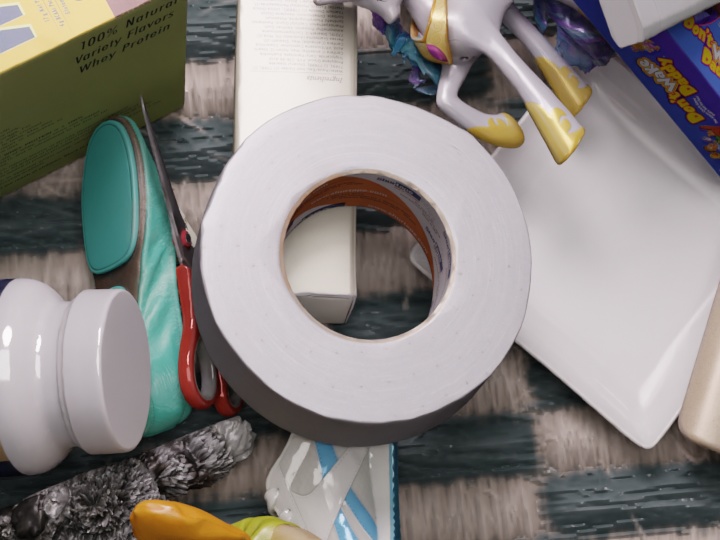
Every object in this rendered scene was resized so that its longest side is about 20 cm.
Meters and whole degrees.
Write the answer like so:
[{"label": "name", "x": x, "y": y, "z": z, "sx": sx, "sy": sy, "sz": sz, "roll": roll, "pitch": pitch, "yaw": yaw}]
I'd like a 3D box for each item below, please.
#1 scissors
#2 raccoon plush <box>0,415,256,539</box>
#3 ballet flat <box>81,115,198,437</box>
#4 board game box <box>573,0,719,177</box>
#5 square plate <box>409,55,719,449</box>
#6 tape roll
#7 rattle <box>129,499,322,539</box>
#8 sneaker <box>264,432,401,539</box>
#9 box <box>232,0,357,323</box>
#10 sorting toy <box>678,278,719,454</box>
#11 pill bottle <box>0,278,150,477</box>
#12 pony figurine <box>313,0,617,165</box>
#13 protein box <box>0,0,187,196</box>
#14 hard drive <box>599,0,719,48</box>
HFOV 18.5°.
[{"label": "scissors", "x": -0.105, "y": -0.008, "z": 1.358, "sx": 0.014, "sy": 0.073, "sz": 0.202, "roll": -12, "pitch": 88, "yaw": 25}, {"label": "raccoon plush", "x": -0.131, "y": 0.181, "z": 1.310, "sx": 0.199, "sy": 0.097, "sz": 0.135, "roll": -22, "pitch": 85, "yaw": -11}, {"label": "ballet flat", "x": -0.133, "y": 0.006, "z": 1.375, "sx": 0.070, "sy": 0.067, "sz": 0.202, "roll": 9, "pitch": 72, "yaw": -41}, {"label": "board game box", "x": 0.211, "y": -0.175, "z": 1.392, "sx": 0.200, "sy": 0.045, "sz": 0.135, "roll": 46, "pitch": 53, "yaw": -28}, {"label": "square plate", "x": 0.164, "y": -0.018, "z": 1.423, "sx": 0.198, "sy": 0.028, "sz": 0.200, "roll": 39, "pitch": 74, "yaw": 6}, {"label": "tape roll", "x": 0.000, "y": 0.000, "z": 1.313, "sx": 0.198, "sy": 0.066, "sz": 0.202, "roll": 3, "pitch": 74, "yaw": -9}, {"label": "rattle", "x": -0.083, "y": 0.240, "z": 1.247, "sx": 0.129, "sy": 0.143, "sz": 0.201, "roll": 20, "pitch": 91, "yaw": 20}, {"label": "sneaker", "x": -0.016, "y": 0.156, "z": 1.338, "sx": 0.080, "sy": 0.077, "sz": 0.202, "roll": -2, "pitch": 68, "yaw": 3}, {"label": "box", "x": -0.042, "y": -0.071, "z": 1.398, "sx": 0.081, "sy": 0.068, "sz": 0.202, "roll": 3, "pitch": 74, "yaw": -5}, {"label": "sorting toy", "x": 0.316, "y": 0.055, "z": 1.395, "sx": 0.199, "sy": 0.036, "sz": 0.186, "roll": 22, "pitch": 74, "yaw": -9}, {"label": "pill bottle", "x": -0.229, "y": 0.064, "z": 1.291, "sx": 0.198, "sy": 0.116, "sz": 0.117, "roll": -4, "pitch": 73, "yaw": 13}, {"label": "pony figurine", "x": 0.079, "y": -0.181, "z": 1.388, "sx": 0.200, "sy": 0.166, "sz": 0.194, "roll": 38, "pitch": 59, "yaw": -7}, {"label": "protein box", "x": -0.220, "y": -0.148, "z": 1.334, "sx": 0.198, "sy": 0.200, "sz": 0.136, "roll": -27, "pitch": 78, "yaw": -12}, {"label": "hard drive", "x": 0.196, "y": -0.226, "z": 1.339, "sx": 0.199, "sy": 0.026, "sz": 0.133, "roll": -28, "pitch": 101, "yaw": -44}]
